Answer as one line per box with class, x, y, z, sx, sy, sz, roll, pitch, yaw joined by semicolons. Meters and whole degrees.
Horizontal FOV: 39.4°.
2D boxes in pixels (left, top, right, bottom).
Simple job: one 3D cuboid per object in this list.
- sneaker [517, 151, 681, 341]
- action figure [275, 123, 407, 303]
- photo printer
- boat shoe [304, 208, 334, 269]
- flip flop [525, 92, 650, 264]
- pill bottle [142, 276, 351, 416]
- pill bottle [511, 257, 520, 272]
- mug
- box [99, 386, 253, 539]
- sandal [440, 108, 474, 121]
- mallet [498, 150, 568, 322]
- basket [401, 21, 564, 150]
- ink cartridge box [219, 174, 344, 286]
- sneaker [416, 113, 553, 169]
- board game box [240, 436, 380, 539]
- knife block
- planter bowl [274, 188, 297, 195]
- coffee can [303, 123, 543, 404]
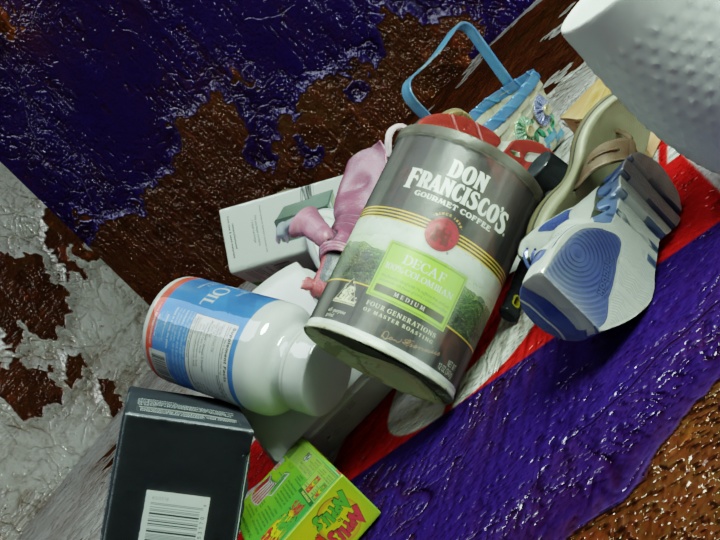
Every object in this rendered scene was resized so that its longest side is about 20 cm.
sneaker;0.168;-0.002;0.772;0.115;0.081;0.199;-41;2;46
action figure;0.003;-0.027;0.988;0.148;0.134;0.200;-34;15;33
photo printer;-0.072;0.096;1.074;0.166;0.069;0.200;-44;52;1
boat shoe;0.000;0.000;1.111;0.073;0.200;0.067;-40;-23;0
flip flop;0.213;-0.076;0.887;0.057;0.081;0.201;-1;46;53
pill bottle;-0.110;0.078;0.991;0.198;0.113;0.112;13;48;32
pill bottle;0.099;-0.034;1.086;0.111;0.111;0.200;-49;9;-21
mug;0.271;-0.171;0.698;0.200;0.175;0.148;-42;10;18
box;-0.178;0.222;0.931;0.200;0.116;0.199;179;101;-78
sandal;0.103;-0.116;1.200;0.080;0.054;0.201;-33;-36;-10
mallet;0.162;-0.037;0.955;0.041;0.066;0.200;-36;14;50
basket;0.154;-0.199;1.263;0.139;0.200;0.177;-33;15;52
ink cartridge box;-0.054;-0.047;1.252;0.198;0.085;0.146;-15;-13;10
sneaker;0.124;-0.099;1.127;0.116;0.198;0.079;-52;36;38
board game box;-0.053;0.214;0.886;0.102;0.048;0.200;-48;9;-9
knife block;0.298;-0.195;1.035;0.176;0.064;0.200;-46;9;4
planter bowl;-0.065;-0.037;1.680;0.134;0.201;0.201;2;41;40
coffee can;0.057;-0.004;0.888;0.202;0.145;0.146;-64;14;-13
